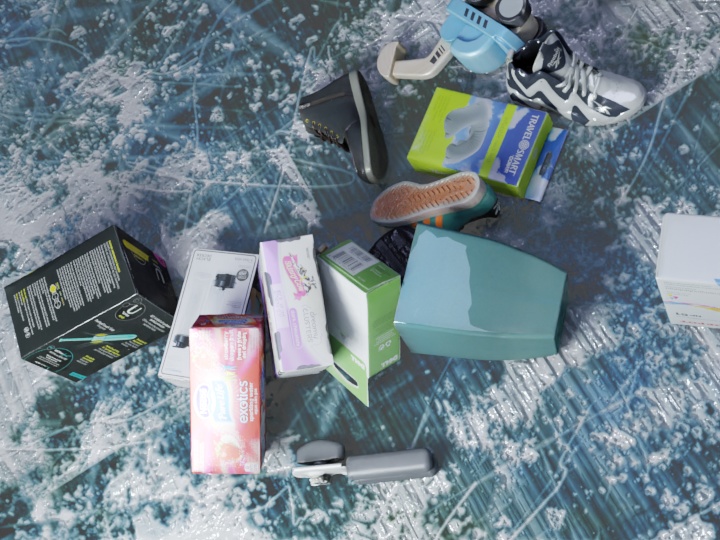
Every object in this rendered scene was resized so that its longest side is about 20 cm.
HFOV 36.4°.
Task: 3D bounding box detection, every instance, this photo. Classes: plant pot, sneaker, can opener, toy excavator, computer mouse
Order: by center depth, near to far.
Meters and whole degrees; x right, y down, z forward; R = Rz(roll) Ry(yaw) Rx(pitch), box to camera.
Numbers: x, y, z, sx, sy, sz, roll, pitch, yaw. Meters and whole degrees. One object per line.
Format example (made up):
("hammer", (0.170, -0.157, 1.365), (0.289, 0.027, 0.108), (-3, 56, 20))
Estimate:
("plant pot", (0.165, 0.041, 1.424), (0.199, 0.141, 0.142), (10, 73, 17))
("can opener", (0.002, 0.252, 1.447), (0.199, 0.053, 0.067), (-5, 67, 18))
("sneaker", (0.288, -0.268, 1.500), (0.199, 0.130, 0.080), (20, 79, 26))
("sneaker", (0.105, -0.082, 1.535), (0.200, 0.080, 0.072), (-7, 56, 41))
("computer mouse", (0.000, 0.000, 1.554), (0.200, 0.046, 0.140), (-48, 65, 11))
("toy excavator", (0.142, -0.333, 1.609), (0.194, 0.100, 0.200), (39, 95, 30))
("sneaker", (-0.026, -0.197, 1.630), (0.106, 0.075, 0.201), (-22, 55, 17))

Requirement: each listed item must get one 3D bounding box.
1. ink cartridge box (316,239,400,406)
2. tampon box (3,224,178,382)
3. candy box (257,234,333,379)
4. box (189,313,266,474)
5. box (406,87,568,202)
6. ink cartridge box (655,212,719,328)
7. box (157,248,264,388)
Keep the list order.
("ink cartridge box", (-0.001, 0.070, 1.449), (0.059, 0.201, 0.104), (-27, 45, -29))
("tampon box", (-0.392, 0.052, 1.619), (0.200, 0.150, 0.127), (-28, 63, 8))
("candy box", (-0.090, 0.053, 1.450), (0.071, 0.200, 0.168), (-8, 83, -8))
("box", (-0.176, 0.163, 1.467), (0.095, 0.100, 0.201), (0, 98, -1))
("box", (0.179, -0.179, 1.554), (0.199, 0.048, 0.122), (17, 77, 26))
("ink cartridge box", (0.437, 0.008, 1.298), (0.144, 0.200, 0.085), (6, 76, 23))
("box", (-0.208, 0.074, 1.592), (0.116, 0.060, 0.201), (5, 71, 22))
